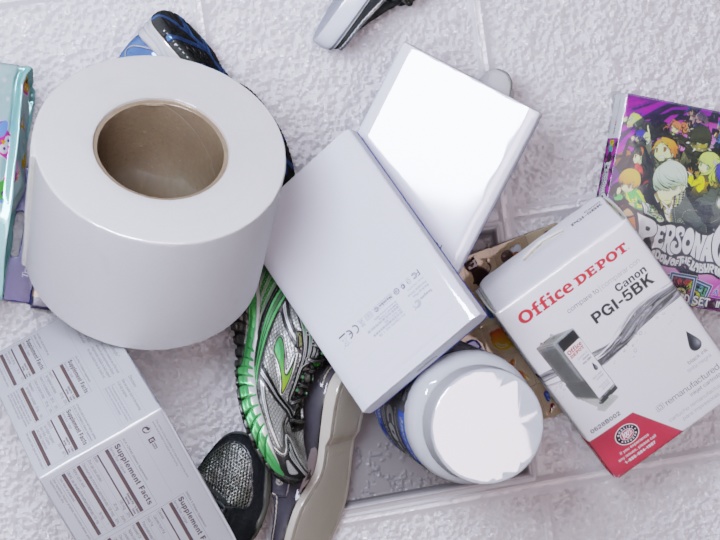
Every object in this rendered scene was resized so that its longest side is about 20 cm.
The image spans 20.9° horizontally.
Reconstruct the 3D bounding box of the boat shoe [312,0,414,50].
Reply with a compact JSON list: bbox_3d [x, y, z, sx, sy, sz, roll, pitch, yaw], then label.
[{"bbox_3d":[0.037,-0.265,1.711,0.057,0.069,0.200,39,83,-11],"label":"boat shoe"}]

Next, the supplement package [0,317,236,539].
[{"bbox_3d":[-0.206,0.148,1.598,0.111,0.200,0.156,-30,123,-7],"label":"supplement package"}]

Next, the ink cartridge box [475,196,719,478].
[{"bbox_3d":[0.220,0.059,1.730,0.147,0.083,0.200,-37,108,4],"label":"ink cartridge box"}]

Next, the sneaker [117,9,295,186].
[{"bbox_3d":[-0.132,-0.130,1.693,0.077,0.076,0.200,-36,102,19],"label":"sneaker"}]

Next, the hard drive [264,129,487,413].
[{"bbox_3d":[0.000,0.000,1.635,0.132,0.025,0.200,-41,69,17],"label":"hard drive"}]

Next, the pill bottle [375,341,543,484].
[{"bbox_3d":[0.084,0.120,1.666,0.114,0.200,0.114,-1,93,-10],"label":"pill bottle"}]

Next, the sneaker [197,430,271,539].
[{"bbox_3d":[-0.147,0.227,1.676,0.076,0.114,0.199,31,87,19],"label":"sneaker"}]

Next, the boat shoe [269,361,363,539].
[{"bbox_3d":[-0.050,0.174,1.734,0.063,0.073,0.200,19,96,32],"label":"boat shoe"}]

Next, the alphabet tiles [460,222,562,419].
[{"bbox_3d":[0.113,0.068,1.774,0.200,0.008,0.167,-20,97,-9],"label":"alphabet tiles"}]

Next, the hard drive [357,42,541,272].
[{"bbox_3d":[0.050,-0.075,1.673,0.132,0.025,0.200,29,98,10],"label":"hard drive"}]

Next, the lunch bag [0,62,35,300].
[{"bbox_3d":[-0.363,-0.077,1.616,0.170,0.122,0.200,7,85,-8],"label":"lunch bag"}]

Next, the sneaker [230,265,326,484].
[{"bbox_3d":[-0.065,0.084,1.677,0.085,0.078,0.200,-7,77,4],"label":"sneaker"}]

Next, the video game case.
[{"bbox_3d":[0.314,-0.056,1.790,0.200,0.036,0.181,11,92,-11],"label":"video game case"}]

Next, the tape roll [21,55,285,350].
[{"bbox_3d":[-0.168,-0.055,1.579,0.203,0.139,0.203,6,50,-8],"label":"tape roll"}]

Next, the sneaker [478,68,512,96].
[{"bbox_3d":[0.059,-0.105,1.723,0.080,0.070,0.200,38,86,-8],"label":"sneaker"}]

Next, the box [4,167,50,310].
[{"bbox_3d":[-0.212,-0.018,1.695,0.200,0.032,0.121,8,92,-10],"label":"box"}]
